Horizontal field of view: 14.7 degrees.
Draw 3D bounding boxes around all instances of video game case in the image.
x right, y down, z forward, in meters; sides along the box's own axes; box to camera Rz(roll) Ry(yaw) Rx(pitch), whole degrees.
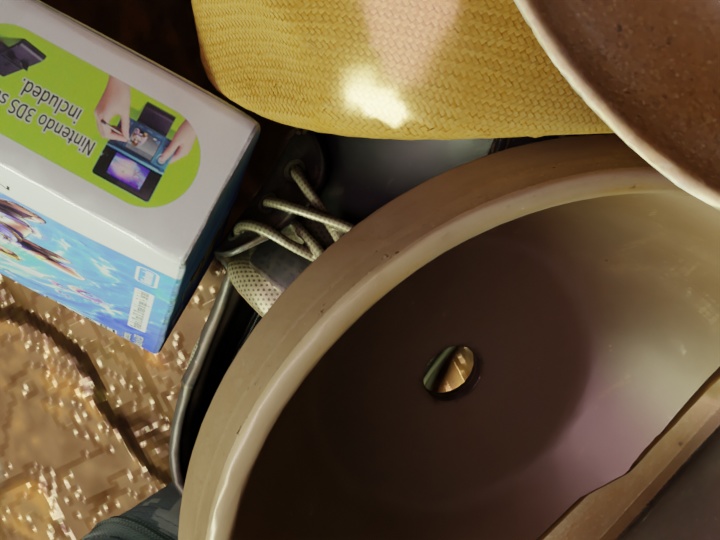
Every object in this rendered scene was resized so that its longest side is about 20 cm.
[{"bbox_3d":[-0.123,-0.046,0.778,0.181,0.046,0.200,29,169,-1],"label":"video game case"}]

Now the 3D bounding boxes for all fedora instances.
[{"bbox_3d":[0.020,-0.073,0.677,0.200,0.200,0.082,12,99,32],"label":"fedora"}]

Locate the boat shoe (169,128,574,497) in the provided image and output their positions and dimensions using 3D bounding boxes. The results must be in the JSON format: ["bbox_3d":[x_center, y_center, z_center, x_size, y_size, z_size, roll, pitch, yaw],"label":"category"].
[{"bbox_3d":[0.000,0.000,0.802,0.074,0.073,0.200,35,125,20],"label":"boat shoe"}]

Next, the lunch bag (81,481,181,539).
[{"bbox_3d":[-0.034,0.171,0.837,0.200,0.168,0.140,33,125,21],"label":"lunch bag"}]

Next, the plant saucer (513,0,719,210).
[{"bbox_3d":[0.113,-0.101,0.532,0.199,0.035,0.201,8,107,27],"label":"plant saucer"}]

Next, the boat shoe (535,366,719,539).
[{"bbox_3d":[0.103,0.052,0.668,0.070,0.070,0.200,44,91,9],"label":"boat shoe"}]

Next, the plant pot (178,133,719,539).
[{"bbox_3d":[0.040,0.047,0.751,0.093,0.200,0.202,-128,38,-57],"label":"plant pot"}]
